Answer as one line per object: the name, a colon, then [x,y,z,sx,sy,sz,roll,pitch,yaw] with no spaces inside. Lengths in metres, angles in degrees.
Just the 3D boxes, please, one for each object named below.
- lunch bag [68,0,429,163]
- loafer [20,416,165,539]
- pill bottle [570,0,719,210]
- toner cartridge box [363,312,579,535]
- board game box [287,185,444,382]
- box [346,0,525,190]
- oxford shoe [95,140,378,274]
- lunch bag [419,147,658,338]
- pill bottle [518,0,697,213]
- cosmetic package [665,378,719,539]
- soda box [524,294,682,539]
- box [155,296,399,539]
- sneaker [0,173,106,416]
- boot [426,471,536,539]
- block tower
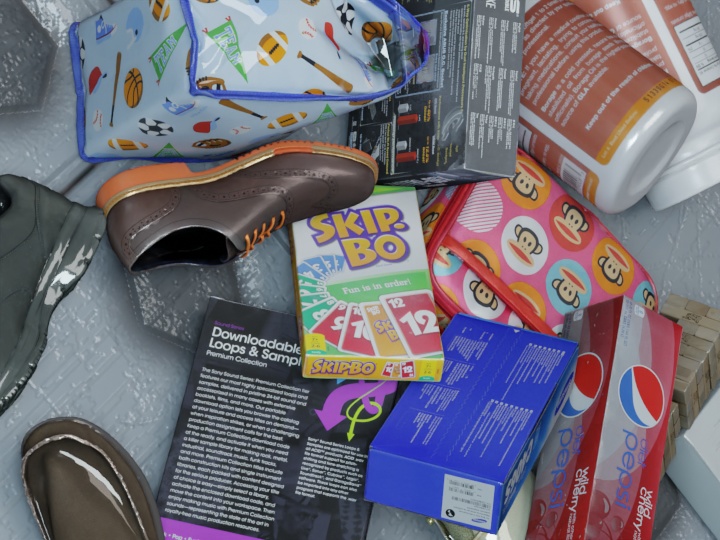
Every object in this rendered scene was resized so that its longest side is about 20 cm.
lunch bag: [-0.076,-0.144,1.625,0.199,0.170,0.125,2,78,-33]
loafer: [-0.157,0.186,1.499,0.201,0.073,0.071,62,8,-2]
pill bottle: [0.226,-0.156,1.871,0.112,0.112,0.201,-27,91,-38]
toner cartridge box: [0.078,0.100,1.603,0.094,0.044,0.200,15,30,14]
board game box: [0.000,0.000,1.645,0.095,0.030,0.201,2,38,-9]
box: [0.054,-0.163,1.704,0.049,0.157,0.202,7,83,-33]
oxford shoe: [-0.077,-0.036,1.617,0.198,0.071,0.073,-12,55,-14]
lunch bag: [0.115,0.025,1.764,0.200,0.082,0.177,42,60,-18]
pill bottle: [0.146,-0.143,1.780,0.200,0.113,0.112,39,50,18]
cosmetic package: [0.336,0.134,1.899,0.151,0.052,0.200,51,53,-8]
soda box: [0.173,0.124,1.683,0.063,0.070,0.202,26,64,-30]
box: [-0.055,0.124,1.590,0.142,0.036,0.202,12,64,3]
sneaker: [-0.239,0.024,1.521,0.090,0.076,0.201,31,52,-12]
boot: [0.084,0.212,1.680,0.155,0.072,0.200,52,48,-10]
block tower: [0.221,0.107,1.798,0.201,0.057,0.054,-57,151,-27]
